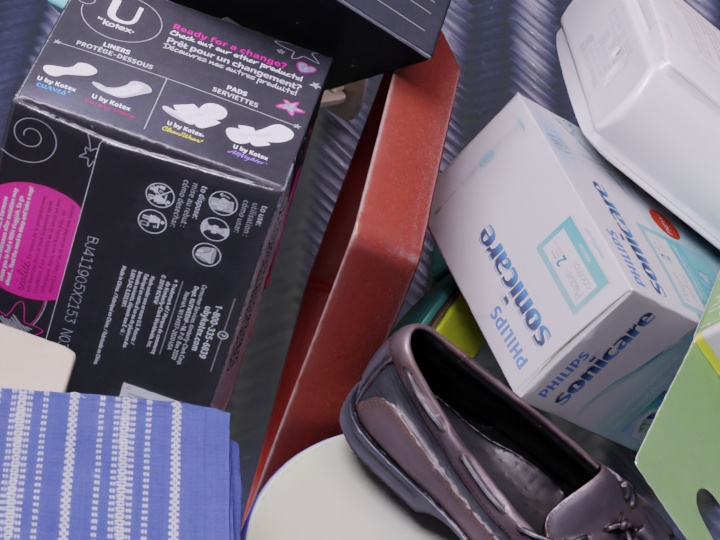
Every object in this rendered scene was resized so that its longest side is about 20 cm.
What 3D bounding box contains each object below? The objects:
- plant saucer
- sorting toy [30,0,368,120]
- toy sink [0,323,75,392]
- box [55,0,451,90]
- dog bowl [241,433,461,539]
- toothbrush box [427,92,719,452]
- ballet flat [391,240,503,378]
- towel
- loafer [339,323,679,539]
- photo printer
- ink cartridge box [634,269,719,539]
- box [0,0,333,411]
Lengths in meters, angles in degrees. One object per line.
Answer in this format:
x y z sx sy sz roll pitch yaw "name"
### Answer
0.000 0.000 1.254 0.037 0.200 0.200 19 39 -3 "plant saucer"
-0.088 -0.165 1.421 0.199 0.181 0.107 -13 44 -35 "sorting toy"
-0.241 0.082 1.129 0.199 0.112 0.131 19 38 -8 "toy sink"
-0.032 -0.187 1.265 0.104 0.200 0.183 29 69 -29 "box"
0.033 0.166 1.170 0.199 0.079 0.201 11 40 -10 "dog bowl"
0.140 0.016 1.323 0.200 0.085 0.147 24 29 -41 "toothbrush box"
0.060 0.019 1.372 0.067 0.067 0.200 40 36 -10 "ballet flat"
-0.144 0.097 1.026 0.199 0.024 0.145 5 36 -8 "towel"
0.079 0.100 1.144 0.200 0.063 0.072 37 43 12 "loafer"
0.198 -0.061 1.357 0.200 0.069 0.167 36 19 -19 "photo printer"
0.206 0.079 1.216 0.146 0.048 0.200 54 33 -14 "ink cartridge box"
-0.105 -0.016 1.228 0.132 0.200 0.115 19 40 -1 "box"
